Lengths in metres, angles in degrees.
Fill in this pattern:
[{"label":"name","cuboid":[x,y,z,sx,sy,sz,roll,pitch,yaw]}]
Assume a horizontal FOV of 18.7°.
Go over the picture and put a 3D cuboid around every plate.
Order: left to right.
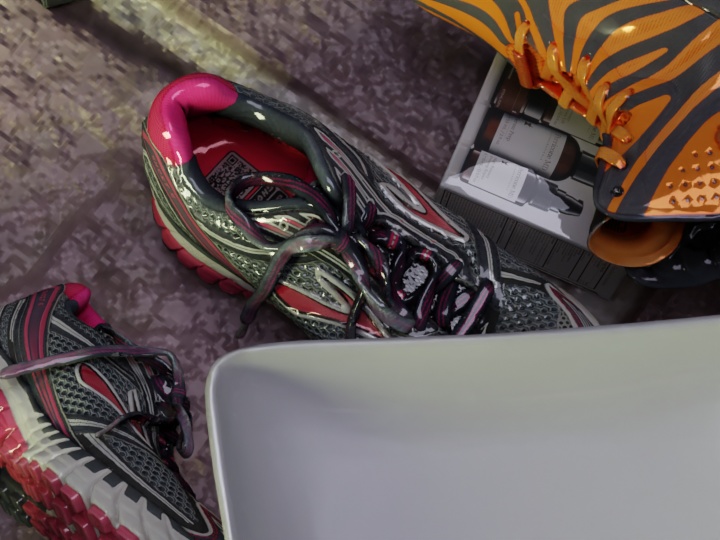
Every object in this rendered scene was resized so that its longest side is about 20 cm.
[{"label":"plate","cuboid":[0.058,0.116,0.616,0.199,0.032,0.201,-3,78,-20]}]

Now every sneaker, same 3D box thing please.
[{"label":"sneaker","cuboid":[-0.083,0.063,0.757,0.075,0.081,0.200,-34,46,-19]},{"label":"sneaker","cuboid":[0.000,0.000,0.800,0.200,0.075,0.081,29,71,15]},{"label":"sneaker","cuboid":[0.086,-0.063,0.781,0.200,0.078,0.112,18,72,28]}]

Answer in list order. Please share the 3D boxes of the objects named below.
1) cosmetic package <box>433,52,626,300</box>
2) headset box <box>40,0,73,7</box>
[{"label":"cosmetic package","cuboid":[0.103,-0.097,0.877,0.082,0.051,0.200,23,72,1]},{"label":"headset box","cuboid":[-0.104,-0.224,0.817,0.093,0.200,0.175,-17,75,-10]}]
